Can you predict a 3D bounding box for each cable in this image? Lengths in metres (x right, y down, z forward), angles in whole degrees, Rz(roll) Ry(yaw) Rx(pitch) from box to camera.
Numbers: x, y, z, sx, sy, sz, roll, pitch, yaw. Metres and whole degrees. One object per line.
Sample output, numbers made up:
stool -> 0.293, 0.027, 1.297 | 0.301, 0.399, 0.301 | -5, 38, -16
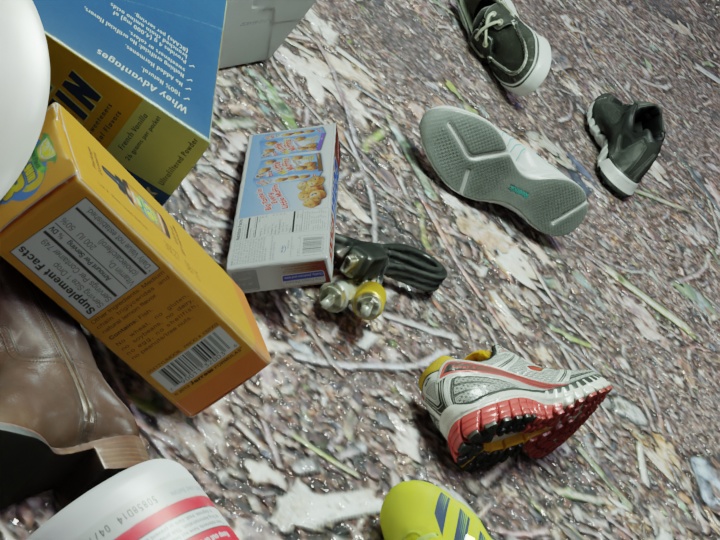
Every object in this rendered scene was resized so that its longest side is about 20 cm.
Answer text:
cable -> 0.000, 0.000, 1.193 | 0.096, 0.051, 0.200 | 31, 10, 16

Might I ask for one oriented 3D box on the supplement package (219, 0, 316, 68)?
supplement package -> -0.143, -0.285, 1.277 | 0.200, 0.147, 0.191 | 48, 26, 9

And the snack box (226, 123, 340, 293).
snack box -> -0.053, -0.049, 1.135 | 0.201, 0.071, 0.025 | -88, 168, -58

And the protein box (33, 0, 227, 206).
protein box -> -0.202, -0.133, 0.970 | 0.197, 0.135, 0.201 | 32, 27, -21

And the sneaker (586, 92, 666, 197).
sneaker -> 0.316, -0.166, 1.816 | 0.066, 0.091, 0.201 | 35, 27, -17

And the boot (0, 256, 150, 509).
boot -> -0.205, 0.027, 0.803 | 0.186, 0.064, 0.201 | 25, 31, -59

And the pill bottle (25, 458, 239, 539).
pill bottle -> -0.068, 0.193, 0.689 | 0.200, 0.112, 0.112 | 50, 27, 16

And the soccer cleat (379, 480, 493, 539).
soccer cleat -> 0.050, 0.200, 0.903 | 0.083, 0.065, 0.201 | 16, 37, -39

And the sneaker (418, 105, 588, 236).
sneaker -> 0.126, -0.099, 1.485 | 0.199, 0.071, 0.080 | 30, 13, -31

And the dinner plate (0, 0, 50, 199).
dinner plate -> -0.259, -0.099, 0.796 | 0.200, 0.200, 0.024 | 48, -11, 11

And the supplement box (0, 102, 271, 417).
supplement box -> -0.130, -0.001, 0.870 | 0.200, 0.068, 0.067 | 52, 8, -46

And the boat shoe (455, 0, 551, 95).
boat shoe -> 0.155, -0.266, 1.773 | 0.063, 0.071, 0.201 | 26, 22, -31

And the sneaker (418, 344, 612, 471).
sneaker -> 0.118, 0.088, 1.158 | 0.199, 0.078, 0.082 | 3, 44, -54
